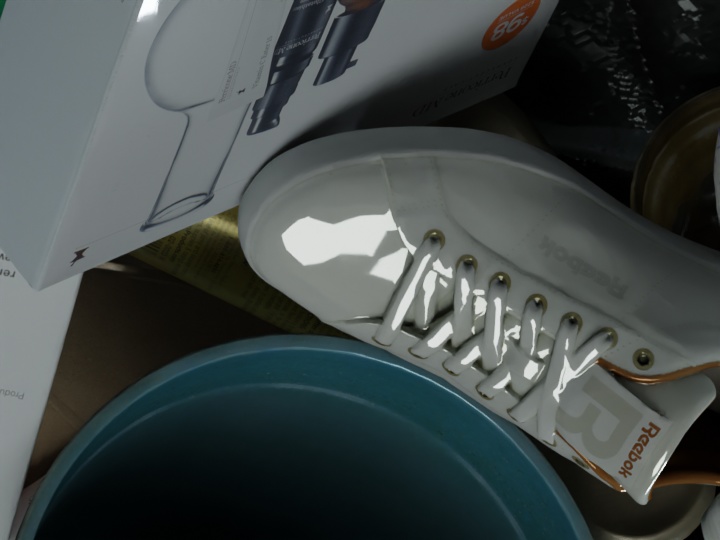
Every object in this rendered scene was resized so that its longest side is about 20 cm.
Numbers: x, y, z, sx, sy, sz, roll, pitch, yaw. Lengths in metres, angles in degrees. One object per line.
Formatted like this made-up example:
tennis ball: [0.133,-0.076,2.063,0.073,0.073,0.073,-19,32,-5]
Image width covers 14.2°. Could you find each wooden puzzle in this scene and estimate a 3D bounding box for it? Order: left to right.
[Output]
wooden puzzle: [-0.049,0.045,1.100,0.184,0.037,0.201,10,134,-2]

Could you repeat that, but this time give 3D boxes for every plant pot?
plant pot: [-0.039,0.143,0.972,0.199,0.201,0.188,18,158,-11]

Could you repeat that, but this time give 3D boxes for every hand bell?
hand bell: [0.130,0.030,1.028,0.104,0.105,0.200,9,150,-1]

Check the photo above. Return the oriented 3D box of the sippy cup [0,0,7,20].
sippy cup: [-0.150,-0.130,0.844,0.139,0.131,0.178,35,132,-25]

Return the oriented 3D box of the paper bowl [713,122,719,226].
paper bowl: [0.204,-0.021,0.856,0.200,0.201,0.105,8,139,0]

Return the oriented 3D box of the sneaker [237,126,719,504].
sneaker: [0.060,0.018,0.857,0.199,0.085,0.073,17,123,-12]

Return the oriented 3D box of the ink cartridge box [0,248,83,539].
ink cartridge box: [-0.166,0.053,0.945,0.083,0.145,0.201,11,104,-24]

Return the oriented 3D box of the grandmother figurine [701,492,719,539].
grandmother figurine: [0.191,0.047,0.953,0.061,0.200,0.122,37,146,35]

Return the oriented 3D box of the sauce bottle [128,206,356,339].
sauce bottle: [0.000,0.000,0.995,0.199,0.065,0.065,28,136,-6]

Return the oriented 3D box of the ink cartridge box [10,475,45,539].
ink cartridge box: [-0.065,0.154,1.149,0.200,0.050,0.161,39,127,-24]

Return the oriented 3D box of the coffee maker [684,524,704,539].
coffee maker: [0.158,0.131,1.088,0.192,0.135,0.200,30,136,-20]

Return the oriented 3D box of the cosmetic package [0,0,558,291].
cosmetic package: [-0.012,-0.088,0.837,0.052,0.200,0.151,51,142,19]

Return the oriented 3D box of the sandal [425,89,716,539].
sandal: [0.050,0.009,0.939,0.080,0.054,0.200,-36,94,0]
